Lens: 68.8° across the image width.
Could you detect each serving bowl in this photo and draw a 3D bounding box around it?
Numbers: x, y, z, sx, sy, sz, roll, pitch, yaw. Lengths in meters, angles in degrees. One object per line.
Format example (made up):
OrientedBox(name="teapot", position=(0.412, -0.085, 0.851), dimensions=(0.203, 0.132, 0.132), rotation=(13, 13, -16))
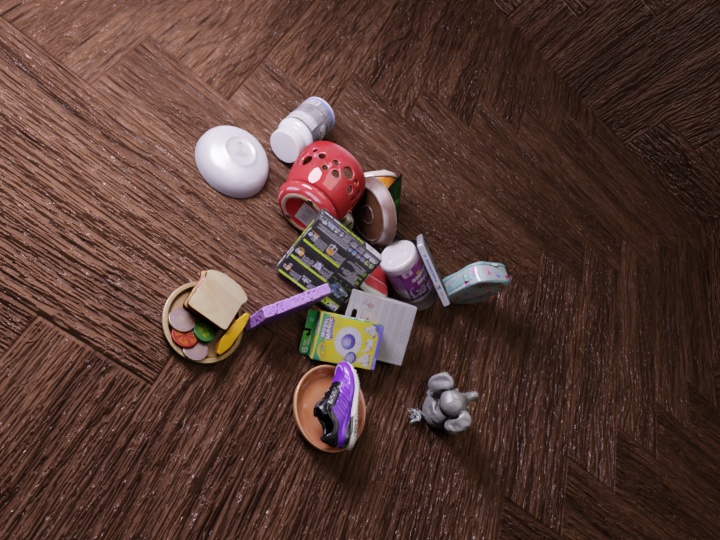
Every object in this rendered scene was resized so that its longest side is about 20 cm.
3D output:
OrientedBox(name="serving bowl", position=(-0.320, -0.292, 1.355), dimensions=(0.198, 0.066, 0.203), rotation=(18, 58, -30))

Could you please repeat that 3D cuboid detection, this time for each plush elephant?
OrientedBox(name="plush elephant", position=(0.241, 0.354, 1.402), dimensions=(0.198, 0.154, 0.167), rotation=(-8, 73, -40))

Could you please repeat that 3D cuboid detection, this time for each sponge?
OrientedBox(name="sponge", position=(-0.173, 0.088, 1.248), dimensions=(0.198, 0.111, 0.030), rotation=(-19, 81, -42))

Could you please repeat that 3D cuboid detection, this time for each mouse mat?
OrientedBox(name="mouse mat", position=(0.093, -0.182, 1.547), dimensions=(0.007, 0.163, 0.200), rotation=(11, 28, 15))

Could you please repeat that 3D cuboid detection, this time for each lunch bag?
OrientedBox(name="lunch bag", position=(0.345, 0.037, 1.610), dimensions=(0.158, 0.200, 0.078), rotation=(7, 62, -32))

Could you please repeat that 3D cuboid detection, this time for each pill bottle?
OrientedBox(name="pill bottle", position=(0.140, 0.020, 1.486), dimensions=(0.201, 0.111, 0.113), rotation=(56, 41, -39))
OrientedBox(name="pill bottle", position=(-0.164, -0.398, 1.494), dimensions=(0.114, 0.113, 0.201), rotation=(44, 50, -11))

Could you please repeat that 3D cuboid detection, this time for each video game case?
OrientedBox(name="video game case", position=(0.205, -0.006, 1.504), dimensions=(0.200, 0.022, 0.185), rotation=(-64, 129, -78))

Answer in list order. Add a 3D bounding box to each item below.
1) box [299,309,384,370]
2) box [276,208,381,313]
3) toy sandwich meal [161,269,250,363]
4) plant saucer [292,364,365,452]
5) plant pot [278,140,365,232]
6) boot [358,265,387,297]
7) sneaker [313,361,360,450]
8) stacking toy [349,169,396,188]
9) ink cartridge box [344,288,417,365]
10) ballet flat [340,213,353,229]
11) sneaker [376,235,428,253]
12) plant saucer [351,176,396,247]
OrientedBox(name="box", position=(-0.047, 0.171, 1.303), dimensions=(0.197, 0.048, 0.119), rotation=(14, 90, -20))
OrientedBox(name="box", position=(-0.079, -0.020, 1.328), dimensions=(0.199, 0.194, 0.048), rotation=(37, 20, -16))
OrientedBox(name="toy sandwich meal", position=(-0.330, 0.100, 1.149), dimensions=(0.203, 0.070, 0.208), rotation=(17, 59, -30))
OrientedBox(name="plant saucer", position=(-0.077, 0.329, 1.254), dimensions=(0.198, 0.037, 0.203), rotation=(18, 58, -31))
OrientedBox(name="plant pot", position=(-0.110, -0.209, 1.389), dimensions=(0.200, 0.200, 0.183), rotation=(42, 55, -12))
OrientedBox(name="boot", position=(0.000, 0.000, 1.455), dimensions=(0.199, 0.072, 0.146), rotation=(31, 52, -31))
OrientedBox(name="sneaker", position=(-0.059, 0.303, 1.209), dimensions=(0.098, 0.069, 0.203), rotation=(15, 59, -28))
OrientedBox(name="stacking toy", position=(0.047, -0.185, 1.560), dimensions=(0.144, 0.145, 0.204), rotation=(-5, 87, -38))
OrientedBox(name="ink cartridge box", position=(0.040, 0.147, 1.384), dimensions=(0.197, 0.057, 0.165), rotation=(17, 89, -18))
OrientedBox(name="ballet flat", position=(-0.047, -0.112, 1.473), dimensions=(0.072, 0.073, 0.203), rotation=(21, 57, -27))
OrientedBox(name="sneaker", position=(0.125, -0.074, 1.591), dimensions=(0.105, 0.060, 0.200), rotation=(52, 51, -9))
OrientedBox(name="plant saucer", position=(0.029, -0.159, 1.469), dimensions=(0.032, 0.200, 0.203), rotation=(-19, 80, -31))
